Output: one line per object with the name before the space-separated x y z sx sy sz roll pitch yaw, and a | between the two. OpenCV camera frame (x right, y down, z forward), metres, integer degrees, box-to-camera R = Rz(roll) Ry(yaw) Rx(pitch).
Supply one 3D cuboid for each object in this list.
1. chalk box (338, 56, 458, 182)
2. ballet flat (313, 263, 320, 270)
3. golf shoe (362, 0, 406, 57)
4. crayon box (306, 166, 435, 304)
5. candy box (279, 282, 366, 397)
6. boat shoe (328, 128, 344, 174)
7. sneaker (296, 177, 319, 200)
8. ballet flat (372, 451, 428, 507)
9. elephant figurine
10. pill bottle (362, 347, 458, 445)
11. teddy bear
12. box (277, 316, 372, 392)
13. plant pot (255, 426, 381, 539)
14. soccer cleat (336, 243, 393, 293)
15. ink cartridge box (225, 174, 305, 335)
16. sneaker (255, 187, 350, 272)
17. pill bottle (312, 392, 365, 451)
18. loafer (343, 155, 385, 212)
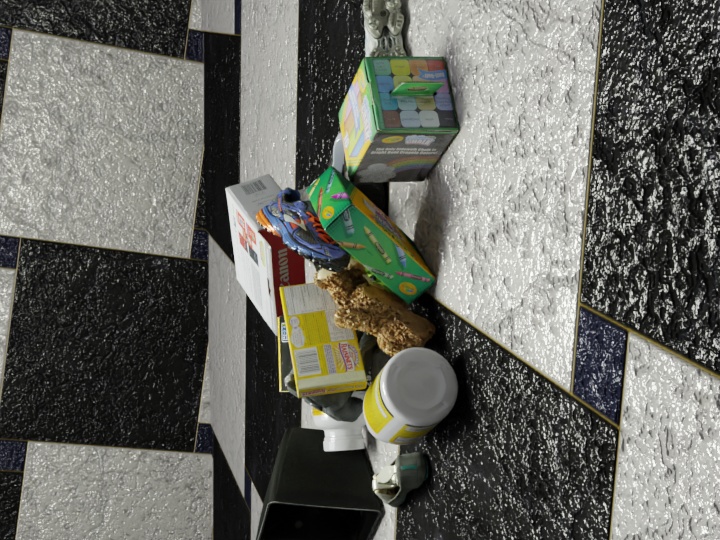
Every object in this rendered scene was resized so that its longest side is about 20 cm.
chalk box | 0.056 -0.224 1.527 0.200 0.124 0.124 124 140 -61
ballet flat | -0.041 -0.008 1.852 0.200 0.068 0.069 44 132 29
golf shoe | 0.040 -0.330 1.692 0.097 0.078 0.201 87 -175 -85
crayon box | 0.015 -0.051 1.579 0.058 0.200 0.119 -42 35 11
candy box | -0.058 0.097 1.600 0.026 0.102 0.201 94 168 -47
boat shoe | -0.029 -0.183 1.921 0.201 0.070 0.066 97 -175 -47
sneaker | -0.087 -0.122 1.836 0.200 0.099 0.075 -133 37 -81
ballet flat | 0.051 0.332 1.711 0.200 0.063 0.068 121 144 -61
elephant figurine | -0.025 0.122 1.671 0.201 0.141 0.155 -59 12 -10
pill bottle | 0.064 0.191 1.561 0.200 0.111 0.112 119 145 -66
teddy bear | 0.015 0.056 1.606 0.067 0.200 0.145 -58 -3 29
box | -0.063 0.127 1.835 0.199 0.049 0.161 -7 81 48
plant pot | -0.081 0.398 1.962 0.200 0.198 0.178 108 165 -49
soccer cleat | 0.000 0.000 1.763 0.200 0.067 0.081 37 162 49
ink cartridge box | -0.145 -0.023 1.779 0.176 0.084 0.201 51 153 42
sneaker | -0.080 -0.065 1.589 0.200 0.075 0.079 37 96 39
pill bottle | -0.036 0.217 1.912 0.104 0.104 0.201 153 114 -71
loafer | 0.006 -0.152 1.812 0.071 0.073 0.201 -107 20 -75
